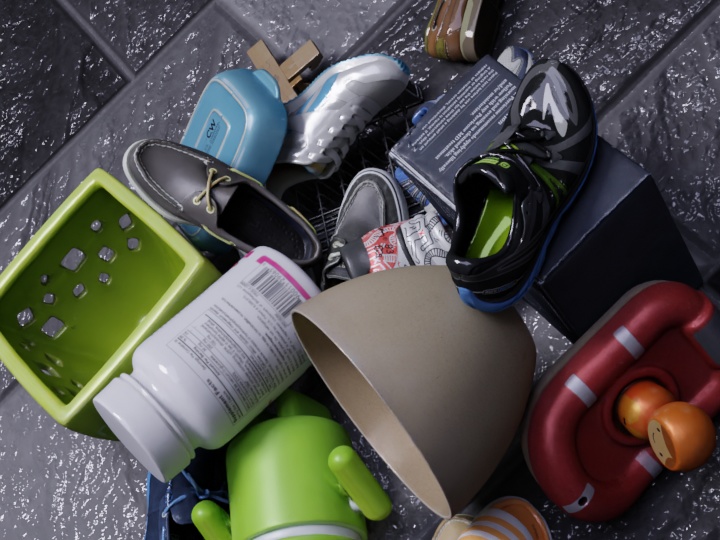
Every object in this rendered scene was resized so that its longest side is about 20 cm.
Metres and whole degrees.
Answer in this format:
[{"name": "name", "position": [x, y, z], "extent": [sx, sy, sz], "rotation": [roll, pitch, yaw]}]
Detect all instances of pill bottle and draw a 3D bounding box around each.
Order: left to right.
[{"name": "pill bottle", "position": [-0.124, 0.081, 1.037], "extent": [0.200, 0.113, 0.113], "rotation": [-41, 51, -19]}]

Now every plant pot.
[{"name": "plant pot", "position": [-0.221, 0.053, 1.173], "extent": [0.199, 0.181, 0.200], "rotation": [-50, 54, -2]}, {"name": "plant pot", "position": [0.058, 0.074, 0.937], "extent": [0.134, 0.200, 0.200], "rotation": [-36, 52, -12]}]

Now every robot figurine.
[{"name": "robot figurine", "position": [-0.056, 0.207, 1.045], "extent": [0.175, 0.116, 0.200], "rotation": [-24, 55, 22]}]

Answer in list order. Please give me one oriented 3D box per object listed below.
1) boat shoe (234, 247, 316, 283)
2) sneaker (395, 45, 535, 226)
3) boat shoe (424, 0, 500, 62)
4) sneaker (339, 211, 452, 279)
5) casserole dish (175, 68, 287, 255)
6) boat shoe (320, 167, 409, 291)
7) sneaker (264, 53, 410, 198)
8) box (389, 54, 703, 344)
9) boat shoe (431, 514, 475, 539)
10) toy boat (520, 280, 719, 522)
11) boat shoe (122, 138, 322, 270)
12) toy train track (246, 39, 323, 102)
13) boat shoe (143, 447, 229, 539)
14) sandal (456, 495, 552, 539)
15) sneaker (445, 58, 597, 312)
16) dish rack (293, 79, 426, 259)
[{"name": "boat shoe", "position": [-0.093, -0.014, 1.210], "extent": [0.070, 0.066, 0.200], "rotation": [-38, 58, 2]}, {"name": "sneaker", "position": [0.100, -0.145, 1.142], "extent": [0.200, 0.085, 0.077], "rotation": [-60, 10, -21]}, {"name": "boat shoe", "position": [0.117, -0.312, 1.251], "extent": [0.068, 0.072, 0.200], "rotation": [8, 69, 30]}, {"name": "sneaker", "position": [0.069, 0.048, 1.060], "extent": [0.108, 0.067, 0.202], "rotation": [-24, 86, -1]}, {"name": "casserole dish", "position": [-0.141, -0.109, 1.183], "extent": [0.121, 0.039, 0.200], "rotation": [48, 120, 38]}, {"name": "boat shoe", "position": [0.000, 0.000, 1.122], "extent": [0.071, 0.064, 0.201], "rotation": [5, 86, 20]}, {"name": "sneaker", "position": [-0.032, -0.140, 1.181], "extent": [0.200, 0.076, 0.081], "rotation": [-31, 63, 21]}, {"name": "box", "position": [0.159, -0.044, 1.009], "extent": [0.124, 0.200, 0.197], "rotation": [-44, 54, 2]}, {"name": "boat shoe", "position": [0.067, 0.290, 0.961], "extent": [0.072, 0.076, 0.200], "rotation": [-5, 63, 26]}, {"name": "toy boat", "position": [0.223, 0.112, 0.922], "extent": [0.200, 0.131, 0.131], "rotation": [-46, 25, 1]}, {"name": "boat shoe", "position": [-0.123, -0.063, 1.103], "extent": [0.072, 0.201, 0.061], "rotation": [-63, 15, -17]}, {"name": "toy train track", "position": [-0.119, -0.179, 1.337], "extent": [0.200, 0.033, 0.115], "rotation": [-38, 61, 13]}, {"name": "boat shoe", "position": [-0.155, 0.232, 1.114], "extent": [0.069, 0.084, 0.201], "rotation": [-7, 75, 46]}, {"name": "sandal", "position": [0.094, 0.248, 0.924], "extent": [0.079, 0.059, 0.207], "rotation": [40, 51, 11]}, {"name": "sneaker", "position": [0.116, -0.069, 0.868], "extent": [0.071, 0.083, 0.200], "rotation": [14, 72, 32]}, {"name": "dish rack", "position": [-0.001, -0.102, 1.218], "extent": [0.153, 0.055, 0.200], "rotation": [-22, 59, 18]}]
